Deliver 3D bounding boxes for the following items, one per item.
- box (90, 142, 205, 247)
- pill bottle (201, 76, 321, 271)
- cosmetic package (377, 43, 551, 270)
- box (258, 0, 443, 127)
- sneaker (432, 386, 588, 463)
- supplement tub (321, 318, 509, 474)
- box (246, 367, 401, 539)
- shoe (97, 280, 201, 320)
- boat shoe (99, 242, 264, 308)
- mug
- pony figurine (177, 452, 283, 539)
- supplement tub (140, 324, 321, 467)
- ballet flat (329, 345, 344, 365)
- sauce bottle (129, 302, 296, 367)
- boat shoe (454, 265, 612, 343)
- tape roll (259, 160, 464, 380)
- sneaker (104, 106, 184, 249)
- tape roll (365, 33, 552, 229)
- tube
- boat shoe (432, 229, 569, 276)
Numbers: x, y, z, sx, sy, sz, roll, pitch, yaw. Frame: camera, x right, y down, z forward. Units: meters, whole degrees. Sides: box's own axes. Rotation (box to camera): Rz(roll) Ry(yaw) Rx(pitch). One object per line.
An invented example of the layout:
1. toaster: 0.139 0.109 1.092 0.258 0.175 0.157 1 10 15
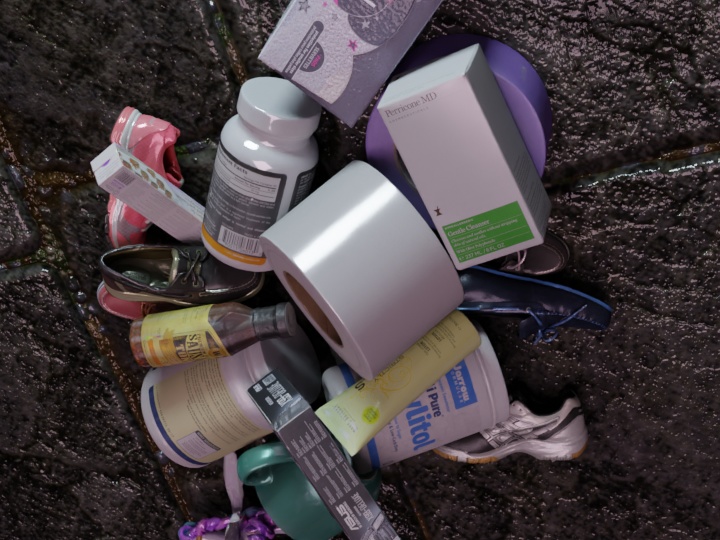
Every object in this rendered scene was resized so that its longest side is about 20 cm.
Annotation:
1. box: -0.235 -0.081 1.507 0.041 0.039 0.200 -35 145 13
2. pill bottle: -0.111 -0.110 1.483 0.115 0.117 0.202 19 122 3
3. cosmetic package: 0.111 -0.116 1.342 0.106 0.085 0.202 -19 115 26
4. box: 0.002 -0.279 1.356 0.131 0.115 0.201 34 122 -8
5. sneaker: 0.182 0.185 1.614 0.196 0.076 0.089 -5 109 8
6. supplement tub: 0.064 0.149 1.537 0.197 0.132 0.134 -20 117 -6
7. box: -0.044 0.222 1.484 0.049 0.158 0.201 -35 110 -7
8. shoe: -0.250 0.044 1.622 0.197 0.091 0.072 -2 120 15
9. boat shoe: -0.215 0.003 1.541 0.197 0.073 0.066 1 162 5
10. mug: -0.053 0.258 1.642 0.114 0.185 0.153 -38 85 29
11. pony figurine: -0.149 0.347 1.754 0.197 0.168 0.195 11 131 -10
12. supplement tub: -0.162 0.148 1.628 0.198 0.146 0.146 -28 110 27
13. ballet flat: 0.009 0.126 1.619 0.069 0.070 0.201 -24 111 25
14. sauce bottle: -0.174 0.071 1.530 0.197 0.066 0.067 -10 117 18
15. boat shoe: 0.192 0.049 1.512 0.197 0.070 0.084 12 165 8
16. tape roll: 0.000 0.000 1.431 0.139 0.202 0.204 -38 109 -11
17. sneaker: -0.256 -0.093 1.555 0.085 0.074 0.203 11 122 6
18. tape roll: 0.109 -0.149 1.422 0.196 0.085 0.203 6 120 10
19. tube: 0.047 0.122 1.452 0.199 0.058 0.052 -37 100 -11
20. boat shoe: 0.143 -0.029 1.499 0.197 0.057 0.068 18 123 4
